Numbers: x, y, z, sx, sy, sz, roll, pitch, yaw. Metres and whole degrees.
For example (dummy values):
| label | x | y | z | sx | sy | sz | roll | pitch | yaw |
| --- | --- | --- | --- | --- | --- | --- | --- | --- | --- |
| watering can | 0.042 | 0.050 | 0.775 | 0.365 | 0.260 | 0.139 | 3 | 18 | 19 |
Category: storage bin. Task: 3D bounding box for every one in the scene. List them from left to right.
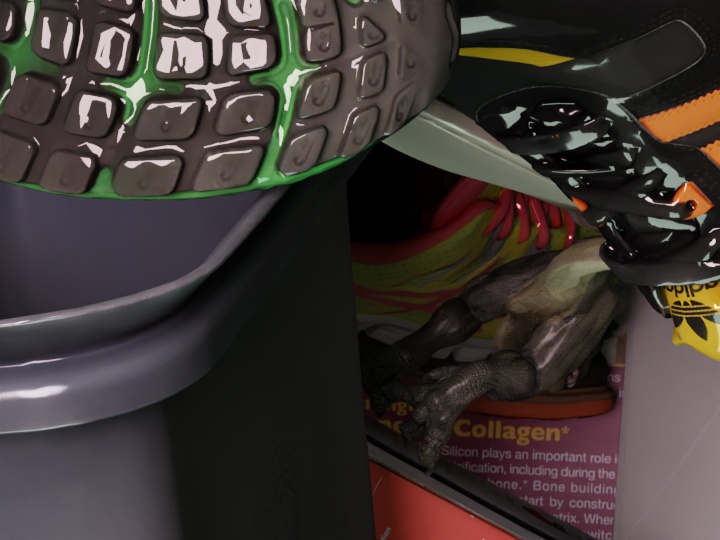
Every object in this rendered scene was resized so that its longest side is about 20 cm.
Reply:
| label | x | y | z | sx | sy | sz | roll | pitch | yaw |
| --- | --- | --- | --- | --- | --- | --- | --- | --- | --- |
| storage bin | -0.068 | 0.042 | 0.536 | 0.145 | 0.135 | 0.200 | -5 | -163 | 14 |

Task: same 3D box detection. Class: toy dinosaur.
| label | x | y | z | sx | sy | sz | roll | pitch | yaw |
| --- | --- | --- | --- | --- | --- | --- | --- | --- | --- |
| toy dinosaur | 0.044 | 0.018 | 0.748 | 0.088 | 0.048 | 0.200 | -28 | 177 | -5 |

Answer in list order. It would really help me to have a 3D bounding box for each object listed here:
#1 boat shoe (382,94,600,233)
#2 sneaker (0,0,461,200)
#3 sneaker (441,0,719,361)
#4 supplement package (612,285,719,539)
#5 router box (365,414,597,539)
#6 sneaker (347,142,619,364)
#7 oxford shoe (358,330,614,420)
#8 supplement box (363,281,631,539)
| label | x | y | z | sx | sy | sz | roll | pitch | yaw |
| --- | --- | --- | --- | --- | --- | --- | --- | --- | --- |
| boat shoe | 0.059 | -0.044 | 0.684 | 0.067 | 0.057 | 0.200 | 17 | 178 | 33 |
| sneaker | -0.068 | -0.059 | 0.507 | 0.200 | 0.078 | 0.085 | 11 | -174 | 28 |
| sneaker | 0.076 | -0.026 | 0.591 | 0.070 | 0.090 | 0.200 | -1 | 173 | 44 |
| supplement package | 0.216 | 0.030 | 0.789 | 0.200 | 0.147 | 0.191 | 8 | 174 | -31 |
| router box | 0.024 | 0.088 | 0.793 | 0.179 | 0.049 | 0.200 | 29 | 180 | -2 |
| sneaker | 0.027 | -0.020 | 0.814 | 0.200 | 0.078 | 0.090 | -6 | 159 | -39 |
| oxford shoe | 0.000 | 0.000 | 0.876 | 0.200 | 0.073 | 0.071 | 18 | 180 | -15 |
| supplement box | 0.057 | 0.063 | 0.972 | 0.131 | 0.200 | 0.103 | 3 | 175 | 11 |
